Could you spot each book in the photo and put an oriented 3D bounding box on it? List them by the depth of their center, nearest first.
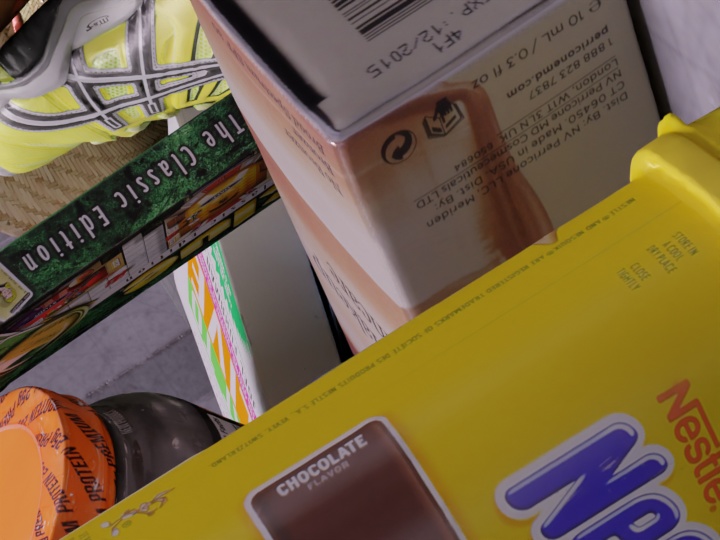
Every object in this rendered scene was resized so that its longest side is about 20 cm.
[{"bbox_3d":[-0.034,0.024,0.924,0.200,0.048,0.134,96,158,-71],"label":"book"}]

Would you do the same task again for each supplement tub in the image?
[{"bbox_3d":[-0.041,0.116,0.799,0.200,0.123,0.123,24,-168,-31],"label":"supplement tub"}]

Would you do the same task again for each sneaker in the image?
[{"bbox_3d":[-0.065,-0.075,0.798,0.076,0.075,0.200,44,136,-12],"label":"sneaker"}]

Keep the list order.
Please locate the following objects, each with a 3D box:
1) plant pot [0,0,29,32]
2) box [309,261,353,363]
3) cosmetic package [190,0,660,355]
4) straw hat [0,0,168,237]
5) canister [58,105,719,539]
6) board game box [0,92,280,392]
[{"bbox_3d":[-0.183,-0.128,0.778,0.200,0.140,0.201,17,124,27],"label":"plant pot"},{"bbox_3d":[0.000,0.000,0.901,0.200,0.038,0.137,79,175,-46],"label":"box"},{"bbox_3d":[0.033,-0.015,0.676,0.103,0.087,0.200,49,168,44],"label":"cosmetic package"},{"bbox_3d":[-0.087,-0.107,0.904,0.085,0.201,0.201,1,127,49],"label":"straw hat"},{"bbox_3d":[0.039,0.074,0.563,0.149,0.200,0.087,62,172,-30],"label":"canister"},{"bbox_3d":[-0.049,-0.025,0.740,0.023,0.200,0.105,54,173,4],"label":"board game box"}]
